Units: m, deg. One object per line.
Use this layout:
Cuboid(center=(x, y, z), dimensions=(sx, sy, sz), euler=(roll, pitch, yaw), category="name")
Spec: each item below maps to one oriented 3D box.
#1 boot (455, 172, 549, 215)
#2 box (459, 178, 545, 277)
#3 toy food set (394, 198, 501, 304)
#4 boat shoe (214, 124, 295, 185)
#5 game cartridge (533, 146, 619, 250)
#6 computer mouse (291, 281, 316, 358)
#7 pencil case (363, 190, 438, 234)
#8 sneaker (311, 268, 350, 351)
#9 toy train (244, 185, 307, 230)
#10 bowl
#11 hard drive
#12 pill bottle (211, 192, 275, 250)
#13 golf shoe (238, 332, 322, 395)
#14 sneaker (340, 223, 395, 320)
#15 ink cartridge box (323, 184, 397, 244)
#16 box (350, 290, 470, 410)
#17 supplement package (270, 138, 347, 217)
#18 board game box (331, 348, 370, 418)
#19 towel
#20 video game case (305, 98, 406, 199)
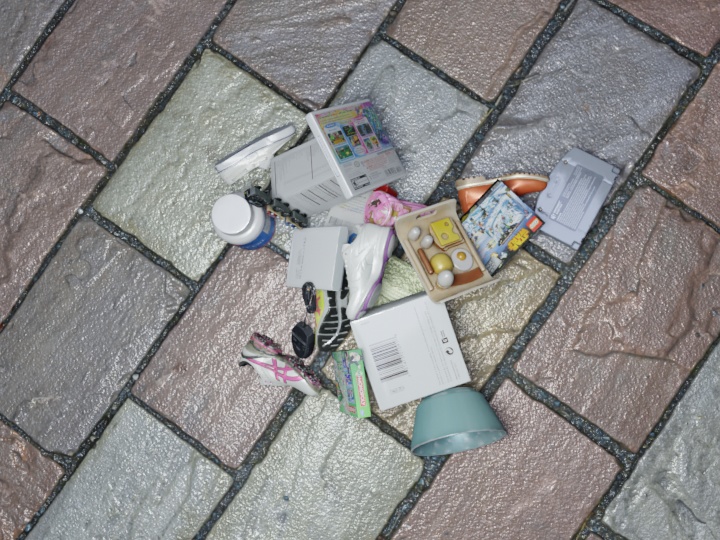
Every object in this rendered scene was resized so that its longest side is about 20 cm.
Cuboid(center=(0.313, -0.157, 1.628), dimensions=(0.200, 0.075, 0.107), euler=(-7, 88, 15), category="boot")
Cuboid(center=(0.275, -0.076, 1.597), dimensions=(0.137, 0.040, 0.200), euler=(40, 102, -15), category="box")
Cuboid(center=(0.174, -0.041, 1.502), dimensions=(0.143, 0.060, 0.200), euler=(-20, 72, -19), category="toy food set")
Cuboid(center=(-0.227, -0.257, 1.689), dimensions=(0.200, 0.071, 0.070), euler=(-31, 111, -2), category="boat shoe")
Cuboid(center=(0.459, -0.160, 1.632), dimensions=(0.133, 0.040, 0.200), euler=(29, 89, 3), category="game cartridge")
Cuboid(center=(-0.113, 0.108, 1.616), dimensions=(0.059, 0.034, 0.200), euler=(40, 133, 35), category="computer mouse")
Cuboid(center=(0.100, -0.112, 1.583), dimensions=(0.200, 0.083, 0.087), euler=(7, 98, -39), category="pencil case")
Cuboid(center=(-0.071, 0.078, 1.647), dimensions=(0.078, 0.090, 0.200), euler=(1, 105, -33), category="sneaker")
Cuboid(center=(-0.174, -0.127, 1.566), dimensions=(0.046, 0.200, 0.034), euler=(-16, 66, 27), category="toy train")
Cuboid(center=(0.194, 0.309, 1.557), dimensions=(0.200, 0.201, 0.105), euler=(-12, 65, 4), category="bowl")
Cuboid(center=(-0.095, -0.026, 1.601), dimensions=(0.027, 0.200, 0.132), euler=(10, 86, -33), category="hard drive")
Cuboid(center=(-0.254, -0.107, 1.606), dimensions=(0.112, 0.200, 0.112), euler=(0, 86, 5), category="pill bottle")
Cuboid(center=(-0.175, 0.223, 1.643), dimensions=(0.200, 0.073, 0.092), euler=(33, 95, 16), category="golf shoe")
Cuboid(center=(0.000, 0.000, 1.505), dimensions=(0.099, 0.075, 0.200), euler=(17, 85, 16), category="sneaker")
Cuboid(center=(0.003, -0.136, 1.637), dimensions=(0.116, 0.067, 0.200), euler=(20, 88, 25), category="ink cartridge box")
Cuboid(center=(0.100, 0.160, 1.564), dimensions=(0.200, 0.131, 0.199), euler=(-19, 93, 0), category="box")
Cuboid(center=(-0.080, -0.205, 1.593), dimensions=(0.200, 0.109, 0.114), euler=(-19, 64, 30), category="supplement package")
Cuboid(center=(-0.022, 0.233, 1.561), dimensions=(0.029, 0.200, 0.135), euler=(-8, 85, -13), category="board game box")
Cuboid(center=(0.076, 0.046, 1.648), dimensions=(0.200, 0.036, 0.149), euler=(29, 88, 6), category="towel")
Cuboid(center=(-0.005, -0.250, 1.513), dimensions=(0.024, 0.200, 0.182), euler=(-26, 91, 41), category="video game case")
